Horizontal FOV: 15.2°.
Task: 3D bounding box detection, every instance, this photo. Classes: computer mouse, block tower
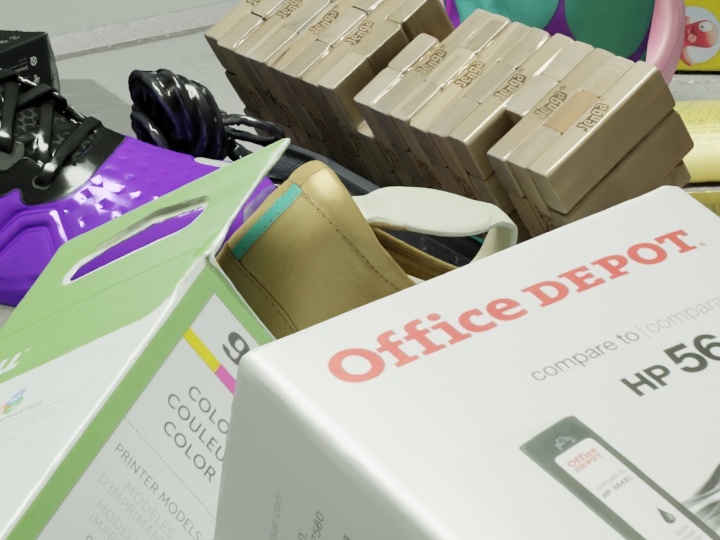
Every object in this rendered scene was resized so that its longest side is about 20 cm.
[{"bbox_3d":[0.000,0.000,0.927,0.199,0.053,0.138,29,-3,-4],"label":"computer mouse"},{"bbox_3d":[0.025,-0.056,0.915,0.058,0.054,0.200,-43,38,-16],"label":"block tower"}]

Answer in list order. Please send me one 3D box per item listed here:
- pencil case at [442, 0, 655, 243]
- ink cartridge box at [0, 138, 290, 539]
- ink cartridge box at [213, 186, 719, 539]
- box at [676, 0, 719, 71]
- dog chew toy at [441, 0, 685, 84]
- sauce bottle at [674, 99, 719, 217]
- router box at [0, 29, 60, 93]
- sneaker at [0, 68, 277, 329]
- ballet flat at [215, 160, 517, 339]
[{"bbox_3d":[0.061,-0.078,1.001,0.092,0.201,0.085,4,23,0],"label":"pencil case"},{"bbox_3d":[-0.077,0.059,0.712,0.104,0.059,0.200,-24,24,42],"label":"ink cartridge box"},{"bbox_3d":[0.080,0.080,0.614,0.146,0.085,0.200,-21,45,-34],"label":"ink cartridge box"},{"bbox_3d":[0.120,-0.162,1.358,0.199,0.118,0.048,4,22,28],"label":"box"},{"bbox_3d":[0.055,-0.115,1.250,0.124,0.125,0.200,-20,15,-35],"label":"dog chew toy"},{"bbox_3d":[0.148,-0.027,0.907,0.199,0.065,0.065,1,20,27],"label":"sauce bottle"},{"bbox_3d":[-0.262,-0.064,1.283,0.149,0.062,0.200,8,24,35],"label":"router box"},{"bbox_3d":[-0.123,-0.034,0.854,0.199,0.100,0.070,-2,24,26],"label":"sneaker"},{"bbox_3d":[0.042,0.016,0.818,0.200,0.063,0.069,18,20,-45],"label":"ballet flat"}]
